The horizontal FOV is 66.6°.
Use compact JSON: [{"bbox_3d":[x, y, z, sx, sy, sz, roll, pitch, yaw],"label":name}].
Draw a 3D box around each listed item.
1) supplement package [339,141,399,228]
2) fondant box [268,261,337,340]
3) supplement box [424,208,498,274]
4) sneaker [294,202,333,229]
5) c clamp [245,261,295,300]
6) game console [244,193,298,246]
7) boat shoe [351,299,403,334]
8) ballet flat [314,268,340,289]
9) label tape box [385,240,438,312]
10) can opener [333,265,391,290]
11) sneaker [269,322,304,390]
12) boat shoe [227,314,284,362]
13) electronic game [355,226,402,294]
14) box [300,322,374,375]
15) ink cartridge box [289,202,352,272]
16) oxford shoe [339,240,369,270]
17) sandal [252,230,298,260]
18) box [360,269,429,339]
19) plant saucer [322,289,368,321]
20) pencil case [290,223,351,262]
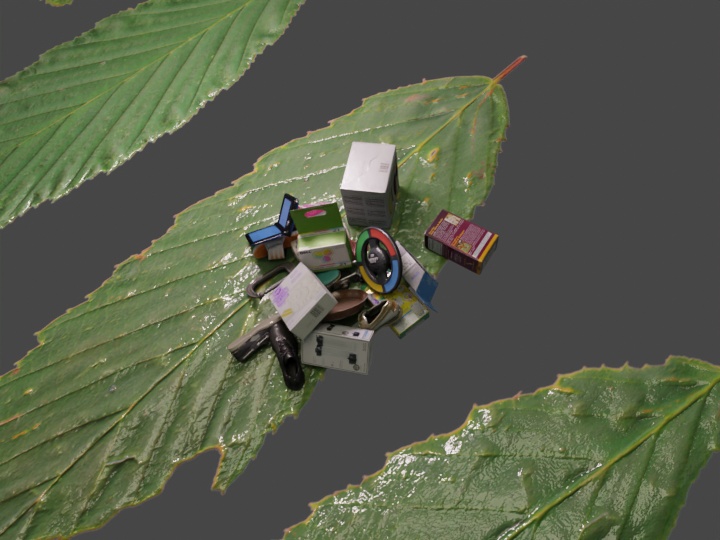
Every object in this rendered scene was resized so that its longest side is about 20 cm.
[{"bbox_3d":[0.035,-0.272,1.766,0.146,0.200,0.192,8,63,11],"label":"supplement package"},{"bbox_3d":[-0.166,0.082,1.547,0.144,0.058,0.200,-47,36,1],"label":"fondant box"},{"bbox_3d":[0.309,-0.089,1.692,0.199,0.086,0.111,29,69,21],"label":"supplement box"},{"bbox_3d":[-0.154,-0.183,1.818,0.199,0.088,0.082,-1,101,25],"label":"sneaker"},{"bbox_3d":[-0.263,0.031,1.698,0.199,0.027,0.171,-30,34,-6],"label":"c clamp"},{"bbox_3d":[-0.284,-0.165,1.739,0.118,0.200,0.171,12,99,-21],"label":"game console"},{"bbox_3d":[0.023,0.146,1.572,0.200,0.068,0.075,-36,37,15],"label":"boat shoe"},{"bbox_3d":[-0.145,0.051,1.680,0.200,0.072,0.072,-22,60,8],"label":"ballet flat"},{"bbox_3d":[0.168,0.019,1.611,0.063,0.144,0.200,-43,63,7],"label":"label tape box"},{"bbox_3d":[0.000,0.000,1.702,0.199,0.053,0.067,-26,61,-8],"label":"can opener"},{"bbox_3d":[-0.207,0.236,1.564,0.076,0.091,0.201,-21,69,-12],"label":"sneaker"},{"bbox_3d":[-0.297,0.199,1.640,0.200,0.073,0.063,-33,105,-17],"label":"boat shoe"},{"bbox_3d":[0.051,-0.029,1.588,0.041,0.200,0.200,-17,55,-35],"label":"electronic game"},{"bbox_3d":[-0.066,0.216,1.548,0.199,0.117,0.060,7,24,12],"label":"box"},{"bbox_3d":[-0.115,-0.092,1.596,0.147,0.200,0.076,-9,49,7],"label":"ink cartridge box"},{"bbox_3d":[-0.066,-0.035,1.720,0.199,0.075,0.071,-17,49,-1],"label":"oxford shoe"},{"bbox_3d":[-0.246,-0.077,1.764,0.206,0.079,0.059,-21,59,-7],"label":"sandal"},{"bbox_3d":[0.099,0.095,1.640,0.117,0.048,0.200,-35,64,-11],"label":"box"},{"bbox_3d":[-0.072,0.105,1.606,0.199,0.035,0.200,-12,16,4],"label":"plant saucer"},{"bbox_3d":[-0.120,-0.085,1.746,0.199,0.090,0.078,-22,28,-10],"label":"pencil case"}]
